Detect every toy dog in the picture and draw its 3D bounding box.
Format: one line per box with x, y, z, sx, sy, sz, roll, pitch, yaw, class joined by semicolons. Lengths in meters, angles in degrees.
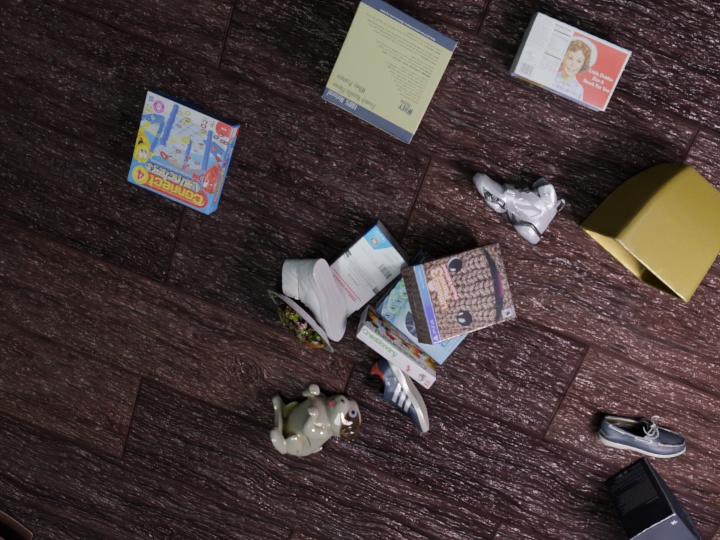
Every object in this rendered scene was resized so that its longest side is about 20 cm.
-0.094;0.363;1.426;0.195;0.141;0.198;-20;117;11;toy dog

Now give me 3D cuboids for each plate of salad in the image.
-0.139;0.118;1.329;0.200;0.200;0.048;46;77;-8;plate of salad

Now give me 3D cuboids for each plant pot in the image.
0.594;-0.096;1.195;0.192;0.196;0.202;37;98;-6;plant pot

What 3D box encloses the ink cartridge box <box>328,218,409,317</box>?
0.000;0.000;1.340;0.199;0.068;0.117;-40;98;15;ink cartridge box

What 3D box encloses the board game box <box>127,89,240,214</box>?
-0.383;-0.255;1.308;0.195;0.056;0.201;21;107;-1;board game box

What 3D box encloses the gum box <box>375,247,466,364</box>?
0.160;0.082;1.361;0.198;0.045;0.171;38;106;-7;gum box

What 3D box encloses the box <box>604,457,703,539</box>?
0.684;0.583;1.380;0.123;0.197;0.201;-38;100;15;box

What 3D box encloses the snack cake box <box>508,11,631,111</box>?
0.403;-0.404;1.177;0.195;0.067;0.118;22;106;-2;snack cake box

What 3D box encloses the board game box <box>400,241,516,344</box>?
0.202;0.047;1.264;0.194;0.097;0.165;-16;90;-14;board game box

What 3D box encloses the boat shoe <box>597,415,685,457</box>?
0.646;0.371;1.387;0.193;0.075;0.064;9;120;12;boat shoe

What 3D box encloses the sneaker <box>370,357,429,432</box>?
0.090;0.296;1.421;0.083;0.075;0.204;-28;93;12;sneaker

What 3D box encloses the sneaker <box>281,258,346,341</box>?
-0.103;0.058;1.308;0.113;0.074;0.205;6;126;34;sneaker

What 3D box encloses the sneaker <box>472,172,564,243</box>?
0.330;-0.159;1.257;0.199;0.075;0.115;40;106;-12;sneaker

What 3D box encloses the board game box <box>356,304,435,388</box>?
0.082;0.168;1.352;0.198;0.127;0.035;37;108;-6;board game box

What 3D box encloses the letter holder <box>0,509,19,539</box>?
-1.022;0.738;1.652;0.197;0.101;0.144;35;105;-5;letter holder

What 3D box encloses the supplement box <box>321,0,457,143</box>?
0.056;-0.390;1.181;0.195;0.135;0.204;26;108;-3;supplement box
